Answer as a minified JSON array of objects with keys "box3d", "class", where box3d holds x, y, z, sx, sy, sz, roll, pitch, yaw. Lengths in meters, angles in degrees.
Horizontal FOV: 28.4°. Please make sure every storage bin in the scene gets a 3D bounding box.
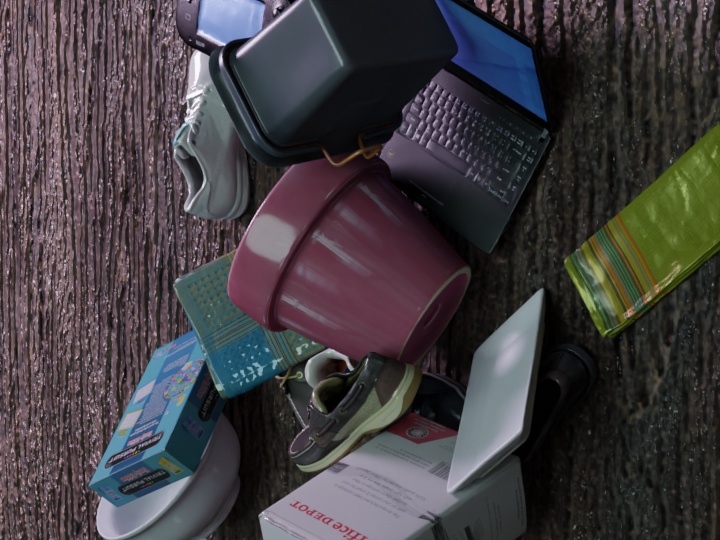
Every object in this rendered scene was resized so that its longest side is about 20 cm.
[{"box3d":[-0.010,-0.181,1.283,0.134,0.199,0.147,-35,77,44],"class":"storage bin"}]

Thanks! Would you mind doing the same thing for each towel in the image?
[{"box3d":[0.259,-0.031,1.228,0.200,0.018,0.087,-46,62,35],"class":"towel"},{"box3d":[-0.085,0.030,1.499,0.199,0.022,0.148,-28,71,6],"class":"towel"}]

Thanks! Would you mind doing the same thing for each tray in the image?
[{"box3d":[0.129,0.109,1.276,0.022,0.201,0.107,35,126,-13],"class":"tray"}]

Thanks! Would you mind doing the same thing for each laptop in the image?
[{"box3d":[0.083,-0.148,1.335,0.177,0.103,0.201,39,109,37],"class":"laptop"}]

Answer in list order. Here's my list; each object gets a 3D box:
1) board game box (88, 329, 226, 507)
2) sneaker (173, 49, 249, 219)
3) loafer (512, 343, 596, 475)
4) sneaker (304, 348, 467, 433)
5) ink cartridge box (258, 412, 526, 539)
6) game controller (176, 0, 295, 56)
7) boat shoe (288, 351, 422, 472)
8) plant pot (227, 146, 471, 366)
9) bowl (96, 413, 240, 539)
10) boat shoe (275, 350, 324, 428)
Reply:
[{"box3d":[-0.209,0.155,1.594,0.150,0.047,0.201,-28,30,42],"class":"board game box"},{"box3d":[-0.177,-0.159,1.604,0.075,0.088,0.202,-13,82,45],"class":"sneaker"},{"box3d":[0.138,0.147,1.313,0.072,0.063,0.201,43,121,11],"class":"loafer"},{"box3d":[0.027,0.131,1.423,0.199,0.079,0.079,19,104,41],"class":"sneaker"},{"box3d":[0.031,0.225,1.272,0.145,0.199,0.086,18,125,45],"class":"ink cartridge box"},{"box3d":[-0.134,-0.273,1.539,0.199,0.042,0.105,31,112,40],"class":"game controller"},{"box3d":[-0.017,0.127,1.344,0.065,0.074,0.200,37,135,-12],"class":"boat shoe"},{"box3d":[0.000,0.000,1.372,0.178,0.200,0.201,35,117,16],"class":"plant pot"},{"box3d":[-0.200,0.243,1.615,0.201,0.090,0.202,-38,26,22],"class":"bowl"},{"box3d":[-0.072,0.093,1.529,0.072,0.060,0.203,-33,69,40],"class":"boat shoe"}]
